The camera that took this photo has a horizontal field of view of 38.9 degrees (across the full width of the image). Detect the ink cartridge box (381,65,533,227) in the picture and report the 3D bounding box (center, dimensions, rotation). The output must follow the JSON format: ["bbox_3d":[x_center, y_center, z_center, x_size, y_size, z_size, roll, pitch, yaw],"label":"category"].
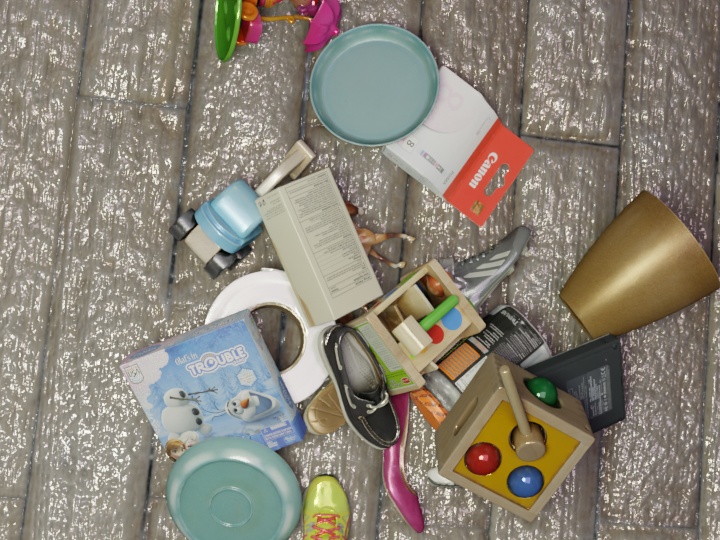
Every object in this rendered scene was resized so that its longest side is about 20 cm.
[{"bbox_3d":[0.157,-0.194,1.593,0.199,0.057,0.163,36,80,1],"label":"ink cartridge box"}]

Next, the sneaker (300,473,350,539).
[{"bbox_3d":[-0.050,0.399,1.480,0.077,0.090,0.203,3,82,-6],"label":"sneaker"}]

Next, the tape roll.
[{"bbox_3d":[-0.134,0.101,1.508,0.200,0.071,0.205,1,84,-8],"label":"tape roll"}]

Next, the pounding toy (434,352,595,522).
[{"bbox_3d":[0.207,0.214,1.378,0.183,0.143,0.201,28,111,-11],"label":"pounding toy"}]

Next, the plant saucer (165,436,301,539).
[{"bbox_3d":[-0.183,0.332,1.453,0.197,0.027,0.203,1,111,4],"label":"plant saucer"}]

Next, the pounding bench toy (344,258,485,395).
[{"bbox_3d":[0.092,0.071,1.437,0.156,0.200,0.125,-39,92,-21],"label":"pounding bench toy"}]

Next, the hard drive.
[{"bbox_3d":[0.300,0.191,1.505,0.198,0.033,0.141,-19,114,-21],"label":"hard drive"}]

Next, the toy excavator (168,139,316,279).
[{"bbox_3d":[-0.158,-0.101,1.502,0.200,0.194,0.100,-43,91,18],"label":"toy excavator"}]

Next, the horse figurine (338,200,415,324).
[{"bbox_3d":[0.000,0.000,1.549,0.131,0.050,0.202,20,79,-12],"label":"horse figurine"}]

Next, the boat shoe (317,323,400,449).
[{"bbox_3d":[0.007,0.167,1.448,0.073,0.060,0.202,-29,101,-28],"label":"boat shoe"}]

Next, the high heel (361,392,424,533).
[{"bbox_3d":[0.071,0.284,1.522,0.095,0.067,0.202,-27,75,1],"label":"high heel"}]

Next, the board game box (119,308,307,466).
[{"bbox_3d":[-0.206,0.178,1.436,0.198,0.043,0.201,-21,107,14],"label":"board game box"}]

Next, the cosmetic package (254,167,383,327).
[{"bbox_3d":[-0.059,-0.032,1.456,0.105,0.071,0.202,-24,93,-38],"label":"cosmetic package"}]

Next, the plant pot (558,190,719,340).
[{"bbox_3d":[0.408,0.012,1.555,0.199,0.186,0.187,-37,90,4],"label":"plant pot"}]

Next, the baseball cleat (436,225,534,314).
[{"bbox_3d":[0.177,-0.007,1.565,0.106,0.070,0.201,38,80,-3],"label":"baseball cleat"}]

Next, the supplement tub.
[{"bbox_3d":[0.177,0.156,1.522,0.199,0.123,0.123,-38,90,-9],"label":"supplement tub"}]

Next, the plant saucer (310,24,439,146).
[{"bbox_3d":[0.022,-0.280,1.561,0.197,0.027,0.203,-2,74,7],"label":"plant saucer"}]

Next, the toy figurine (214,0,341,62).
[{"bbox_3d":[-0.120,-0.405,1.553,0.182,0.150,0.202,2,59,-21],"label":"toy figurine"}]

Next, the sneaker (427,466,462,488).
[{"bbox_3d":[0.185,0.271,1.545,0.198,0.075,0.088,-20,80,-18],"label":"sneaker"}]

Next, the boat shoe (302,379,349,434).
[{"bbox_3d":[-0.012,0.177,1.519,0.199,0.069,0.074,-30,88,-31],"label":"boat shoe"}]
